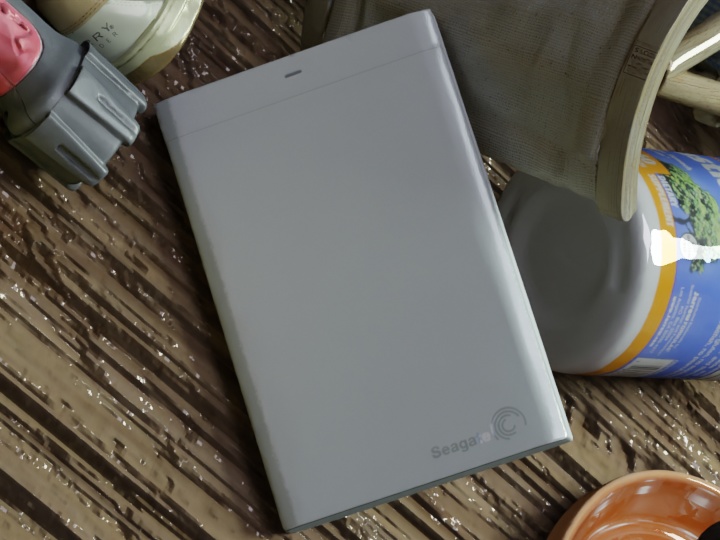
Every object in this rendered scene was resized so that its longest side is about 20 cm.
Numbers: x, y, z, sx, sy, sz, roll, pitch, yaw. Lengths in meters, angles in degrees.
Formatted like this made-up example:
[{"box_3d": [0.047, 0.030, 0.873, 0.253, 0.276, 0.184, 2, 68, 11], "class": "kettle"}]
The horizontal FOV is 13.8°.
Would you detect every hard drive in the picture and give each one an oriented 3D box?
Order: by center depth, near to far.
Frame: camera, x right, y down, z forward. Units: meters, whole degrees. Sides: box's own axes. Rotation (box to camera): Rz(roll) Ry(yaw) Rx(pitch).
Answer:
[{"box_3d": [0.000, 0.000, 1.307, 0.026, 0.132, 0.200, 38, 34, -78], "class": "hard drive"}]

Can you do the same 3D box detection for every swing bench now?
[{"box_3d": [0.112, -0.126, 1.382, 0.200, 0.199, 0.130, -14, 120, -46], "class": "swing bench"}]

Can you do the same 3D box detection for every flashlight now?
[{"box_3d": [-0.177, -0.111, 1.234, 0.200, 0.068, 0.068, 43, 74, -20], "class": "flashlight"}]

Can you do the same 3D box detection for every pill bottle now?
[{"box_3d": [0.168, -0.001, 1.460, 0.200, 0.112, 0.112, 3, 69, -41], "class": "pill bottle"}]

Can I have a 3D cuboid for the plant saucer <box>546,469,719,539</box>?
[{"box_3d": [0.153, 0.195, 1.413, 0.200, 0.032, 0.201, 19, 59, -34], "class": "plant saucer"}]

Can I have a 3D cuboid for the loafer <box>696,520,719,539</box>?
[{"box_3d": [0.225, 0.185, 1.418, 0.200, 0.073, 0.071, 54, 39, -20], "class": "loafer"}]

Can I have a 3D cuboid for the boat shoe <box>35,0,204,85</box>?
[{"box_3d": [-0.093, -0.179, 1.333, 0.066, 0.074, 0.200, 36, 50, -32], "class": "boat shoe"}]
